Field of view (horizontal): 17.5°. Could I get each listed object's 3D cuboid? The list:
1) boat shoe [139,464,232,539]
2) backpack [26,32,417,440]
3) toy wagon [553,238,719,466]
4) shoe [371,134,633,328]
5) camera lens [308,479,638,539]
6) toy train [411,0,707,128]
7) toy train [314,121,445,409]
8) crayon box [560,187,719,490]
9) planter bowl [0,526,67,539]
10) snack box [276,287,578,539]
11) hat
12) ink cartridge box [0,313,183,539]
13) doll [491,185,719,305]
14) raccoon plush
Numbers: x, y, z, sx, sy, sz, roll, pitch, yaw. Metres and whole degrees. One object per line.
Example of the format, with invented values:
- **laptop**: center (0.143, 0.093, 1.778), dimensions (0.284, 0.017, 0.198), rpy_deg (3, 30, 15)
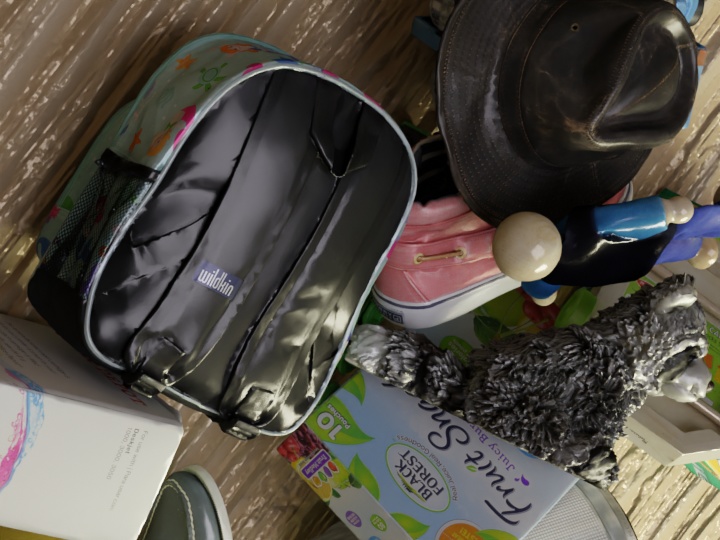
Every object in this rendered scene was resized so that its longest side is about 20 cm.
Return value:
- **boat shoe**: center (-0.126, 0.214, 1.429), dimensions (0.062, 0.073, 0.200), rpy_deg (-4, 116, -36)
- **backpack**: center (-0.073, -0.029, 1.316), dimensions (0.178, 0.151, 0.200), rpy_deg (28, 96, -35)
- **toy wagon**: center (0.213, 0.030, 1.487), dimensions (0.155, 0.040, 0.200), rpy_deg (36, 54, -6)
- **shoe**: center (0.090, -0.044, 1.419), dimensions (0.200, 0.071, 0.091), rpy_deg (-27, 135, -30)
- **camera lens**: center (0.073, 0.215, 1.503), dimensions (0.200, 0.160, 0.160), rpy_deg (-15, 116, -28)
- **toy train**: center (0.125, -0.140, 1.444), dimensions (0.200, 0.087, 0.114), rpy_deg (-6, 116, -31)
- **toy train**: center (0.000, 0.000, 1.436), dimensions (0.200, 0.042, 0.056), rpy_deg (-61, 151, 2)
- **crayon box**: center (0.235, 0.053, 1.607), dimensions (0.119, 0.058, 0.200), rpy_deg (-48, 127, -7)
- **planter bowl**: center (-0.203, 0.180, 1.326), dimensions (0.200, 0.200, 0.083), rpy_deg (27, 60, -37)
- **snack box**: center (0.066, 0.096, 1.436), dimensions (0.142, 0.053, 0.200), rpy_deg (46, 54, 4)
- **hat**: center (0.139, -0.105, 1.344), dimensions (0.201, 0.081, 0.201), rpy_deg (-16, 116, -38)
- **ink cartridge box**: center (-0.218, 0.073, 1.265), dimensions (0.200, 0.145, 0.085), rpy_deg (16, 100, -36)
- **doll**: center (0.149, -0.016, 1.379), dimensions (0.200, 0.136, 0.048), rpy_deg (-7, 71, -47)
- **raccoon plush**: center (0.108, 0.037, 1.361), dimensions (0.200, 0.097, 0.134), rpy_deg (27, 88, -13)
